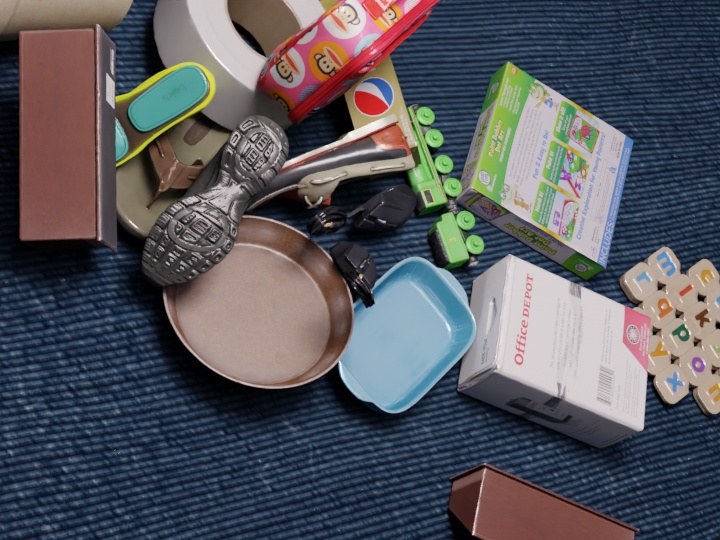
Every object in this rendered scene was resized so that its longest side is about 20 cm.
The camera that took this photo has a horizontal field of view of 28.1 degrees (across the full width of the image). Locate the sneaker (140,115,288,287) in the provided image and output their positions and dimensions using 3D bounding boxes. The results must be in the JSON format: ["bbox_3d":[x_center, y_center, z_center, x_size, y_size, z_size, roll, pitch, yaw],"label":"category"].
[{"bbox_3d":[-0.146,-0.061,1.428,0.076,0.091,0.200,43,72,-8],"label":"sneaker"}]

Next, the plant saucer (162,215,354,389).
[{"bbox_3d":[-0.104,0.036,1.444,0.198,0.035,0.202,11,55,-16],"label":"plant saucer"}]

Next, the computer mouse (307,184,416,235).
[{"bbox_3d":[0.005,-0.055,1.513,0.034,0.058,0.199,58,32,8],"label":"computer mouse"}]

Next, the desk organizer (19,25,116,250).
[{"bbox_3d":[-0.276,-0.123,1.359,0.076,0.072,0.203,-2,84,2],"label":"desk organizer"}]

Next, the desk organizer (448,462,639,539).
[{"bbox_3d":[0.187,0.279,1.501,0.198,0.072,0.078,25,60,-19],"label":"desk organizer"}]

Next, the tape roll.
[{"bbox_3d":[-0.119,-0.247,1.537,0.201,0.071,0.204,24,49,-31],"label":"tape roll"}]

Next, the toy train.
[{"bbox_3d":[0.082,-0.094,1.630,0.056,0.042,0.202,-15,76,-23],"label":"toy train"}]

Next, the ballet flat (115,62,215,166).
[{"bbox_3d":[-0.233,-0.145,1.439,0.198,0.067,0.067,-27,93,-1],"label":"ballet flat"}]

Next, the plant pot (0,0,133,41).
[{"bbox_3d":[-0.326,-0.304,1.408,0.182,0.200,0.202,-3,69,-44],"label":"plant pot"}]

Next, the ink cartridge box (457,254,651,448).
[{"bbox_3d":[0.216,0.092,1.595,0.198,0.085,0.147,24,58,-21],"label":"ink cartridge box"}]

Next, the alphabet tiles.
[{"bbox_3d":[0.397,0.073,1.752,0.195,0.015,0.201,-30,85,-36],"label":"alphabet tiles"}]

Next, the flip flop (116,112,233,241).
[{"bbox_3d":[-0.187,-0.113,1.466,0.081,0.058,0.201,42,54,-8],"label":"flip flop"}]

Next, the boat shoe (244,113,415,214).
[{"bbox_3d":[-0.039,-0.100,1.515,0.198,0.071,0.063,-24,96,-10],"label":"boat shoe"}]

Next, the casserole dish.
[{"bbox_3d":[0.040,0.072,1.529,0.121,0.039,0.200,50,54,-2],"label":"casserole dish"}]

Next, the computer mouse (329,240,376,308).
[{"bbox_3d":[0.000,0.000,1.458,0.034,0.200,0.059,-34,100,1],"label":"computer mouse"}]

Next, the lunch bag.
[{"bbox_3d":[-0.001,-0.248,1.461,0.082,0.176,0.200,49,42,-6],"label":"lunch bag"}]

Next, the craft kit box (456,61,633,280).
[{"bbox_3d":[0.223,-0.120,1.722,0.196,0.048,0.201,31,56,-18],"label":"craft kit box"}]

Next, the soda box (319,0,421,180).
[{"bbox_3d":[0.010,-0.210,1.608,0.063,0.068,0.202,-18,75,2],"label":"soda box"}]
